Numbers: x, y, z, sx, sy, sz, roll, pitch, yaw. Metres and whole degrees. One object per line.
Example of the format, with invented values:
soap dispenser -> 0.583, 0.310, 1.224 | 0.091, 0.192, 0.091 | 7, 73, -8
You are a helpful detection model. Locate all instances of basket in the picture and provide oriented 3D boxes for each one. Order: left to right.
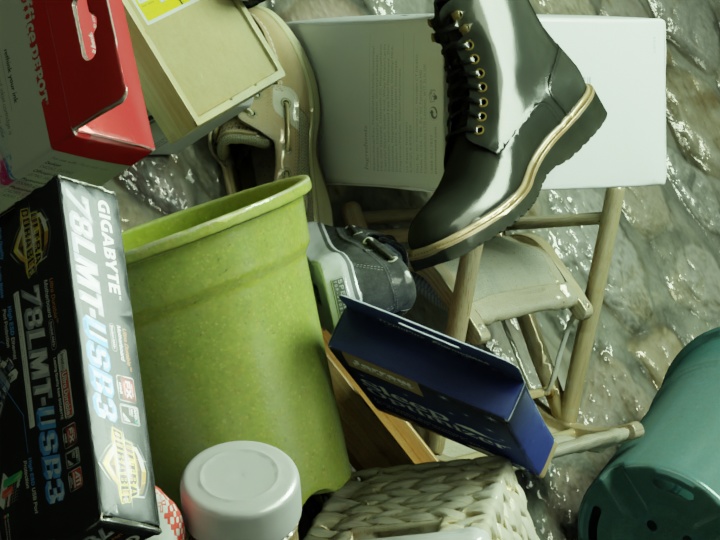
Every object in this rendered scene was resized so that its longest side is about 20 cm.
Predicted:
basket -> 0.052, 0.226, 1.566 | 0.124, 0.135, 0.201 | -62, 139, -55

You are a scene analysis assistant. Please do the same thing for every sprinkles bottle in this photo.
sprinkles bottle -> -0.065, 0.195, 1.446 | 0.068, 0.068, 0.201 | -63, 158, -51

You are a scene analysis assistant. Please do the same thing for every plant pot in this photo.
plant pot -> -0.094, 0.061, 1.513 | 0.200, 0.200, 0.185 | -29, 100, -56
plant pot -> 0.275, 0.171, 1.912 | 0.196, 0.200, 0.201 | -36, 96, -49

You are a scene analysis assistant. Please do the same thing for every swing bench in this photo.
swing bench -> 0.097, 0.043, 1.805 | 0.199, 0.129, 0.201 | -6, 92, -55

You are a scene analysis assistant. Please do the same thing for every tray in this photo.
tray -> -0.009, 0.088, 1.665 | 0.200, 0.037, 0.099 | 51, 8, 0

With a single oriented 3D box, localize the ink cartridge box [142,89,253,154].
ink cartridge box -> -0.179, -0.156, 1.632 | 0.200, 0.084, 0.145 | -4, 69, -54

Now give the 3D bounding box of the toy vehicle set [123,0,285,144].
toy vehicle set -> -0.136, -0.189, 1.613 | 0.200, 0.026, 0.124 | 59, 32, -3

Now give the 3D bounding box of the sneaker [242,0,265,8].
sneaker -> -0.069, -0.222, 1.683 | 0.074, 0.200, 0.080 | -27, 97, -28

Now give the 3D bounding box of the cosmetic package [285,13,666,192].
cosmetic package -> 0.079, -0.120, 1.777 | 0.199, 0.200, 0.124 | -3, 94, -35

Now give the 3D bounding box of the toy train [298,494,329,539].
toy train -> -0.068, 0.090, 1.647 | 0.201, 0.034, 0.046 | 65, 21, 7

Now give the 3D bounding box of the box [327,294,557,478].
box -> 0.050, 0.073, 1.525 | 0.033, 0.121, 0.200 | -64, 163, -12

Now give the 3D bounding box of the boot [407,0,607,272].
boot -> 0.064, -0.104, 1.603 | 0.139, 0.077, 0.200 | 58, 45, -18

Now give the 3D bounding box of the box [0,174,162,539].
box -> -0.197, 0.080, 1.332 | 0.050, 0.198, 0.201 | 17, 53, -45

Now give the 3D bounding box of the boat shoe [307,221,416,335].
boat shoe -> 0.000, 0.000, 1.620 | 0.200, 0.066, 0.070 | -143, -141, -83

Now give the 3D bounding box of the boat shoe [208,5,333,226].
boat shoe -> -0.071, -0.096, 1.746 | 0.065, 0.072, 0.201 | 10, 64, -51

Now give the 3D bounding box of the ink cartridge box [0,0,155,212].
ink cartridge box -> -0.193, -0.099, 1.467 | 0.067, 0.200, 0.117 | 12, 57, -48

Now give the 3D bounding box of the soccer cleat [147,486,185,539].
soccer cleat -> -0.121, 0.190, 1.390 | 0.200, 0.068, 0.085 | 88, -19, -49
